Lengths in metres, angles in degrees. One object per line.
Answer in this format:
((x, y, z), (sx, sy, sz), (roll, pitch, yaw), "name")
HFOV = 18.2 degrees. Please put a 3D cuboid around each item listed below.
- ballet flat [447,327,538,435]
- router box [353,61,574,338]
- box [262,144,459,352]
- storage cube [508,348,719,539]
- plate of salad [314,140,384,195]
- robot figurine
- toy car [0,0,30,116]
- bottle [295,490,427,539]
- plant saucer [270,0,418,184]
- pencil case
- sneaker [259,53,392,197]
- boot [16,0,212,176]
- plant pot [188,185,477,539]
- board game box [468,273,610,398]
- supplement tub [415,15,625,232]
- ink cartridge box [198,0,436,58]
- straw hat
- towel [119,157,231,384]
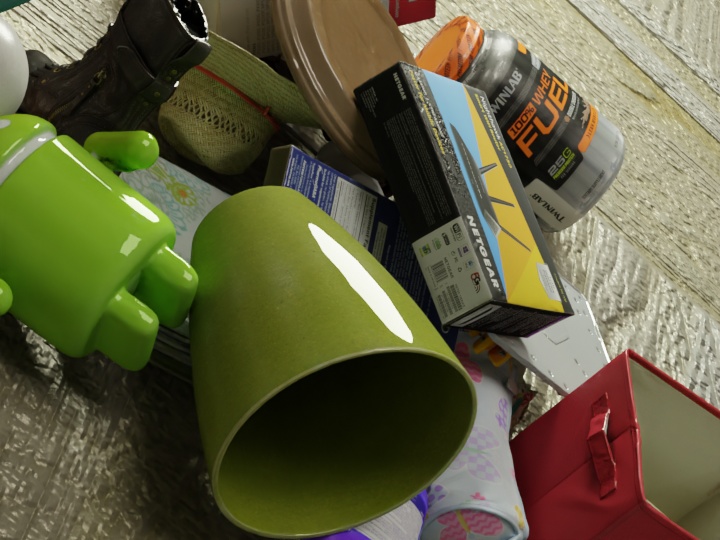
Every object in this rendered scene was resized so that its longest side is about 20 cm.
((0.109, 0.051, 1.901), (0.075, 0.064, 0.201), (23, 38, -38), "ballet flat")
((0.080, -0.052, 1.722), (0.149, 0.051, 0.201), (10, 56, -60), "router box")
((0.000, 0.000, 1.707), (0.199, 0.032, 0.122), (26, 67, -35), "box")
((0.212, 0.207, 1.745), (0.199, 0.180, 0.172), (34, 33, -25), "storage cube")
((-0.008, -0.004, 1.796), (0.200, 0.048, 0.202), (-12, 90, -68), "plate of salad")
((-0.204, -0.023, 1.502), (0.200, 0.116, 0.176), (38, 65, 7), "robot figurine")
((-0.291, -0.169, 1.566), (0.200, 0.183, 0.178), (60, 13, -49), "toy car")
((-0.007, 0.205, 1.571), (0.083, 0.065, 0.201), (38, 32, -12), "bottle")
((-0.001, -0.163, 1.770), (0.200, 0.029, 0.201), (46, 29, -35), "plant saucer")
((0.081, 0.141, 1.742), (0.090, 0.084, 0.201), (14, 40, -11), "pencil case")
((-0.029, -0.118, 1.907), (0.199, 0.116, 0.076), (21, 4, 21), "sneaker")
((-0.178, -0.154, 1.623), (0.069, 0.175, 0.200), (18, 25, -39), "boot")
((-0.043, 0.045, 1.530), (0.186, 0.187, 0.201), (18, 34, -41), "plant pot")
((0.141, 0.042, 1.851), (0.200, 0.026, 0.201), (38, 23, -34), "board game box")
((0.141, -0.139, 2.100), (0.200, 0.122, 0.123), (38, 32, -18), "supplement tub")
((-0.051, -0.265, 1.902), (0.198, 0.083, 0.147), (-15, 45, -16), "ink cartridge box")
((-0.112, -0.124, 1.775), (0.200, 0.086, 0.201), (28, -5, 3), "straw hat")
((-0.128, 0.000, 1.662), (0.171, 0.048, 0.201), (31, 34, -29), "towel")
